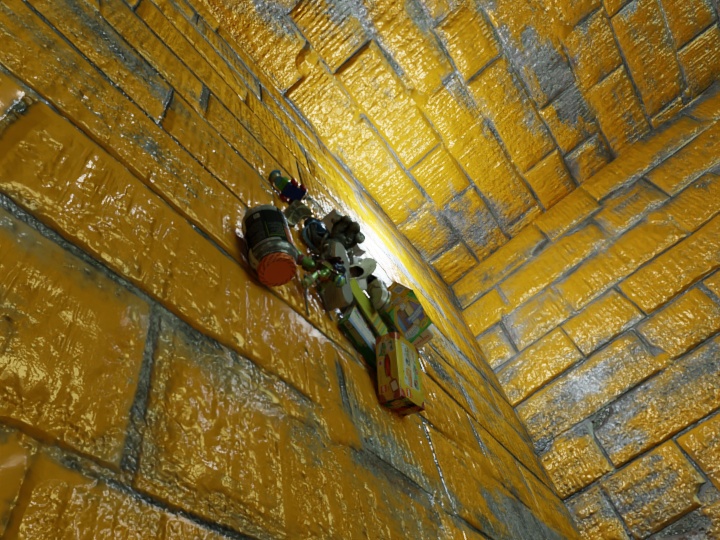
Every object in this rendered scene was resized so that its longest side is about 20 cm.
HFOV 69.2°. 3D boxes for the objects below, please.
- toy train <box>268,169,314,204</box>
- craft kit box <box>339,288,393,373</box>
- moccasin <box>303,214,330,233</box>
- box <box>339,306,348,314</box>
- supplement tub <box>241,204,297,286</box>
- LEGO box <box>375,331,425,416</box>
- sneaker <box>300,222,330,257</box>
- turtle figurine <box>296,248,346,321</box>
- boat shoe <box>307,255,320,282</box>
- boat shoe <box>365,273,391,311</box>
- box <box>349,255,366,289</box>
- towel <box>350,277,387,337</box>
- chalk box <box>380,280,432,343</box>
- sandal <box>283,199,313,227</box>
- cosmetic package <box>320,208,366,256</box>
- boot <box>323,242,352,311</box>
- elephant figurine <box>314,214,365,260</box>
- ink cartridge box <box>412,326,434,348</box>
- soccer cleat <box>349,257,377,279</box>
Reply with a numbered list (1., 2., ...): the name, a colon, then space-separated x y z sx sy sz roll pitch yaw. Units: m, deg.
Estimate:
1. toy train: -0.258 -0.307 1.962 0.116 0.085 0.199 43 9 21
2. craft kit box: 0.028 0.187 1.648 0.201 0.048 0.198 54 28 -13
3. moccasin: -0.164 -0.150 1.898 0.200 0.079 0.069 56 11 -68
4. box: -0.021 0.129 1.741 0.200 0.041 0.120 45 17 -25
5. supplement tub: -0.229 -0.063 1.323 0.122 0.122 0.202 39 19 -44
6. LEGO box: 0.117 0.308 1.552 0.149 0.076 0.203 40 37 -44
7. sneaker: -0.123 -0.085 1.826 0.200 0.082 0.071 47 3 -28
8. turtle figurine: -0.147 0.029 1.483 0.193 0.203 0.143 37 29 25
9. boat shoe: -0.106 0.024 1.669 0.202 0.056 0.068 58 14 24
10. boat shoe: 0.050 0.070 1.698 0.068 0.075 0.200 38 10 -14
11. box: -0.016 0.014 1.898 0.200 0.059 0.120 7 78 -72
12. towel: 0.019 0.119 1.643 0.202 0.018 0.086 57 19 -3
13. chalk box: 0.148 0.161 1.773 0.202 0.123 0.124 58 -16 -26
14. sandal: -0.230 -0.191 1.819 0.080 0.054 0.200 46 28 -5
15. cosmetic package: -0.077 -0.128 2.055 0.202 0.107 0.085 59 14 17
16. boot: -0.084 0.020 1.584 0.073 0.094 0.204 26 50 -50
17. elephant figurine: -0.088 -0.076 1.719 0.140 0.201 0.156 18 -27 37
18. ink cartridge box: 0.158 0.204 1.936 0.200 0.143 0.084 46 14 -29
19. soccer cleat: 0.000 0.000 1.762 0.198 0.077 0.071 -18 96 -46
